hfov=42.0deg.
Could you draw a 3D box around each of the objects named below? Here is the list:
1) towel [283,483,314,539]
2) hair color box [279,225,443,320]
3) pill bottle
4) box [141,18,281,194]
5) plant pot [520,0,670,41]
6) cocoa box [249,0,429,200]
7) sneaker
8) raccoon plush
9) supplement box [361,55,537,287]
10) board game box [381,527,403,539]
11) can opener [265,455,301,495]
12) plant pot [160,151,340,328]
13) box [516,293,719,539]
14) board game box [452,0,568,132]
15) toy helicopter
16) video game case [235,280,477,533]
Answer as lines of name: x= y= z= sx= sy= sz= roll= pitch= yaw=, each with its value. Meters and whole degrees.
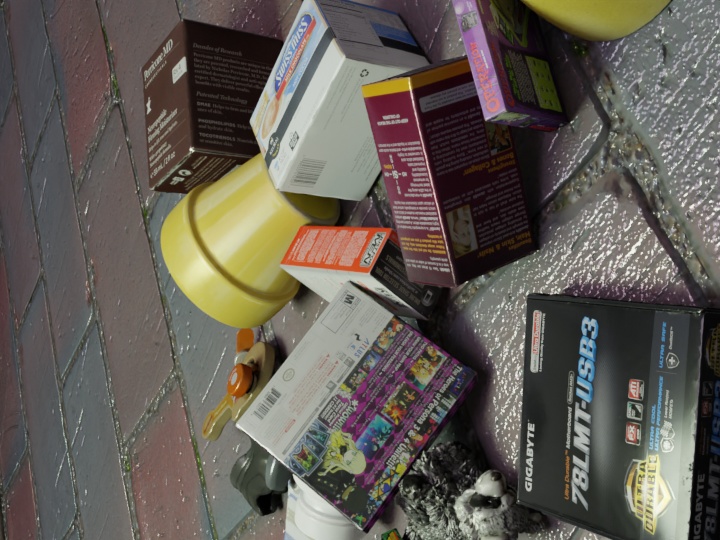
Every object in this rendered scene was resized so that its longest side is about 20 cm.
towel: x=-0.055 y=0.313 z=1.238 sx=0.146 sy=0.024 sz=0.203 roll=18 pitch=104 yaw=56
hair color box: x=0.000 y=0.000 z=1.093 sx=0.199 sy=0.101 sz=0.062 roll=7 pitch=64 yaw=56
pill bottle: x=-0.017 y=0.207 z=1.100 sx=0.119 sy=0.118 sz=0.203 roll=30 pitch=113 yaw=53
box: x=-0.215 y=-0.230 z=1.385 sx=0.165 sy=0.162 sz=0.203 roll=-27 pitch=66 yaw=53
plant pot: x=0.178 y=-0.314 z=0.816 sx=0.199 sy=0.141 sz=0.203 roll=-5 pitch=84 yaw=56
cocoa box: x=-0.028 y=-0.205 z=1.128 sx=0.201 sy=0.132 sz=0.132 roll=-58 pitch=43 yaw=36
sneaker: x=-0.121 y=0.259 z=1.311 sx=0.091 sy=0.075 sz=0.202 roll=48 pitch=136 yaw=37
raccoon plush: x=0.116 y=0.266 z=0.962 sx=0.134 sy=0.096 sz=0.201 roll=37 pitch=150 yaw=35
supplement box: x=0.087 y=-0.098 z=0.913 sx=0.085 sy=0.109 sz=0.203 roll=7 pitch=115 yaw=57
board game box: x=0.076 y=0.379 z=0.984 sx=0.201 sy=0.023 sz=0.105 roll=57 pitch=158 yaw=34
can opener: x=-0.062 y=0.188 z=1.194 sx=0.052 sy=0.066 sz=0.202 roll=9 pitch=79 yaw=55
plant pot: x=-0.132 y=-0.058 z=1.245 sx=0.188 sy=0.200 sz=0.203 roll=-40 pitch=55 yaw=29
box: x=0.220 y=0.125 z=0.812 sx=0.198 sy=0.049 sz=0.203 roll=6 pitch=92 yaw=56
board game box: x=0.131 y=-0.232 z=0.878 sx=0.032 sy=0.119 sz=0.203 roll=-20 pitch=78 yaw=34
toy helicopter: x=-0.184 y=0.177 z=1.391 sx=0.200 sy=0.078 sz=0.133 roll=-50 pitch=31 yaw=33
video game case: x=-0.004 y=0.140 z=0.995 sx=0.180 sy=0.036 sz=0.201 roll=34 pitch=78 yaw=21
